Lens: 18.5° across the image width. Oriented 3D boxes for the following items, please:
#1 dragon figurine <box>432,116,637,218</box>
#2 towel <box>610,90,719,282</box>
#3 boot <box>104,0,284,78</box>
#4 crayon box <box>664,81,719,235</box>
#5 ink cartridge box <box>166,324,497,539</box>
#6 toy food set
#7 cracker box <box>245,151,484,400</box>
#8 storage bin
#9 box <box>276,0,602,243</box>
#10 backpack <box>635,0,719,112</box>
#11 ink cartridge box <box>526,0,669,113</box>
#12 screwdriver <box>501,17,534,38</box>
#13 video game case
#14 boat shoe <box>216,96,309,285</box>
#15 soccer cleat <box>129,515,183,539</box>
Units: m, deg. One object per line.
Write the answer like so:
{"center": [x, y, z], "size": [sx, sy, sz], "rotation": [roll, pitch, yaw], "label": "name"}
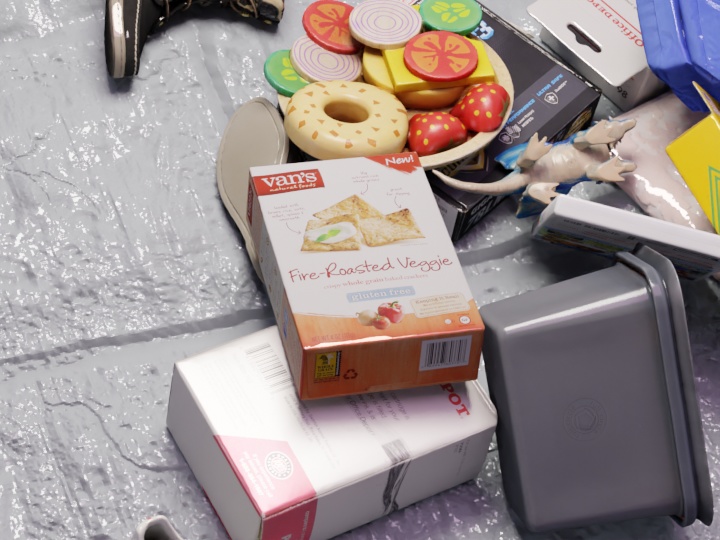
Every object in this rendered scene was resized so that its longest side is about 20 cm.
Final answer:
{"center": [0.147, -0.078, 1.771], "size": [0.200, 0.099, 0.059], "rotation": [-19, 88, -16], "label": "dragon figurine"}
{"center": [0.320, -0.082, 1.871], "size": [0.191, 0.032, 0.200], "rotation": [-30, 63, -29], "label": "towel"}
{"center": [-0.138, -0.236, 1.875], "size": [0.150, 0.073, 0.200], "rotation": [8, 47, -5], "label": "boot"}
{"center": [0.313, -0.043, 1.745], "size": [0.052, 0.126, 0.200], "rotation": [-36, 62, 17], "label": "crayon box"}
{"center": [-0.021, 0.111, 1.622], "size": [0.200, 0.083, 0.147], "rotation": [-19, 58, -24], "label": "ink cartridge box"}
{"center": [0.024, -0.154, 1.784], "size": [0.199, 0.049, 0.198], "rotation": [-8, 46, -10], "label": "toy food set"}
{"center": [0.000, 0.000, 1.626], "size": [0.134, 0.058, 0.200], "rotation": [-7, 43, -13], "label": "cracker box"}
{"center": [0.164, 0.092, 1.619], "size": [0.134, 0.201, 0.146], "rotation": [-11, 13, -7], "label": "storage bin"}
{"center": [0.067, -0.143, 1.858], "size": [0.198, 0.050, 0.200], "rotation": [39, 55, 17], "label": "box"}
{"center": [0.327, -0.205, 1.823], "size": [0.167, 0.200, 0.163], "rotation": [-9, 75, 26], "label": "backpack"}
{"center": [0.240, -0.216, 1.934], "size": [0.200, 0.067, 0.116], "rotation": [-34, 67, -31], "label": "ink cartridge box"}
{"center": [0.068, -0.255, 1.952], "size": [0.200, 0.028, 0.029], "rotation": [24, 81, 11], "label": "screwdriver"}
{"center": [0.210, -0.023, 1.713], "size": [0.143, 0.200, 0.018], "rotation": [15, 85, 0], "label": "video game case"}
{"center": [-0.062, -0.053, 1.770], "size": [0.063, 0.073, 0.200], "rotation": [33, 30, -43], "label": "boat shoe"}
{"center": [-0.092, 0.249, 1.503], "size": [0.069, 0.085, 0.200], "rotation": [-32, 65, -30], "label": "soccer cleat"}
